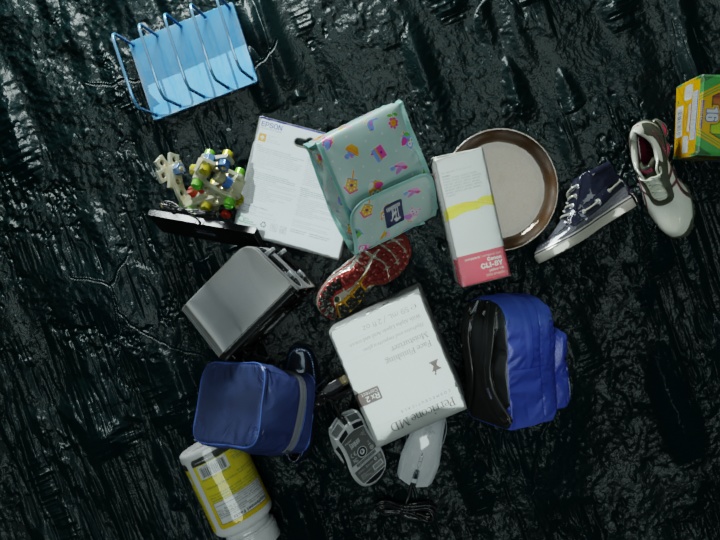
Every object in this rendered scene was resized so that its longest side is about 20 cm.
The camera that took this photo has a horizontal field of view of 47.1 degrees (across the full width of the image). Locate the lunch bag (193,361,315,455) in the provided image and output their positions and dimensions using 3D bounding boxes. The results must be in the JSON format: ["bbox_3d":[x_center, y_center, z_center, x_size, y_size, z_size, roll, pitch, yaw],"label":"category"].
[{"bbox_3d":[-0.170,0.225,1.333,0.197,0.131,0.139,-4,73,45],"label":"lunch bag"}]

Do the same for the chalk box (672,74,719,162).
[{"bbox_3d":[0.617,-0.238,1.315,0.195,0.124,0.128,2,94,4],"label":"chalk box"}]

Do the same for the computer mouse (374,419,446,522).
[{"bbox_3d":[0.098,0.338,1.433,0.107,0.044,0.205,14,95,4],"label":"computer mouse"}]

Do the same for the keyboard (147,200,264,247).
[{"bbox_3d":[-0.264,-0.080,1.385,0.195,0.127,0.021,10,71,11],"label":"keyboard"}]

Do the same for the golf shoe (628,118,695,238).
[{"bbox_3d":[0.479,-0.143,1.343,0.076,0.087,0.204,-20,90,38],"label":"golf shoe"}]

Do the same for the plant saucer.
[{"bbox_3d":[0.234,-0.136,1.397,0.195,0.032,0.206,0,95,5],"label":"plant saucer"}]

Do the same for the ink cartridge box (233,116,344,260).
[{"bbox_3d":[-0.103,-0.140,1.417,0.192,0.043,0.205,15,92,3],"label":"ink cartridge box"}]

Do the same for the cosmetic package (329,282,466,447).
[{"bbox_3d":[0.063,0.150,1.361,0.162,0.165,0.204,-24,92,5],"label":"cosmetic package"}]

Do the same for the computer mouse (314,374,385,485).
[{"bbox_3d":[-0.024,0.280,1.412,0.109,0.044,0.203,-34,109,-24],"label":"computer mouse"}]

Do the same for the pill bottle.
[{"bbox_3d":[-0.222,0.384,1.424,0.112,0.114,0.203,-25,92,5],"label":"pill bottle"}]

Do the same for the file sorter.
[{"bbox_3d":[-0.292,-0.356,1.376,0.196,0.123,0.142,-19,93,5],"label":"file sorter"}]

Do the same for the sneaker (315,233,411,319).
[{"bbox_3d":[0.000,0.000,1.403,0.198,0.082,0.079,-36,103,-12],"label":"sneaker"}]

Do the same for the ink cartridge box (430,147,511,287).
[{"bbox_3d":[0.173,-0.085,1.317,0.081,0.145,0.205,-13,93,4],"label":"ink cartridge box"}]

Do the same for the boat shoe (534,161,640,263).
[{"bbox_3d":[0.359,-0.099,1.377,0.198,0.075,0.094,-32,85,-2],"label":"boat shoe"}]

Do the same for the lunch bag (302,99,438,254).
[{"bbox_3d":[0.023,-0.146,1.336,0.168,0.122,0.204,-26,102,-15],"label":"lunch bag"}]

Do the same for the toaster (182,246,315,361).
[{"bbox_3d":[-0.184,0.054,1.369,0.200,0.181,0.119,-44,84,6],"label":"toaster"}]

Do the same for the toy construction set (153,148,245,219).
[{"bbox_3d":[-0.268,-0.143,1.377,0.131,0.197,0.094,40,67,-39],"label":"toy construction set"}]

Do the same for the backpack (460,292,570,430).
[{"bbox_3d":[0.251,0.136,1.354,0.164,0.162,0.205,-9,93,-26],"label":"backpack"}]

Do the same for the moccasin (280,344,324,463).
[{"bbox_3d":[-0.100,0.233,1.427,0.078,0.068,0.205,-3,93,4],"label":"moccasin"}]
